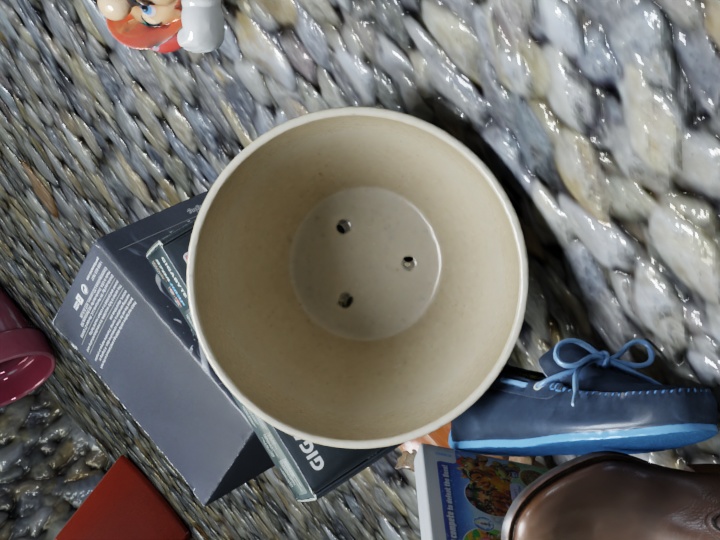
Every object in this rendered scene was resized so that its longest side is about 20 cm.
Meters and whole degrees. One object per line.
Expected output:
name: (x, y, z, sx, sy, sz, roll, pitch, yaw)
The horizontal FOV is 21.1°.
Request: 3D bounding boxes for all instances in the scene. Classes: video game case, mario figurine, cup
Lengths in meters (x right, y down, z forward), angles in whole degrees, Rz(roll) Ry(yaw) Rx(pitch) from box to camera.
video game case: (0.132, 0.166, 1.122, 0.143, 0.200, 0.018, -94, 19, -58)
mario figurine: (-0.141, -0.206, 1.215, 0.200, 0.106, 0.124, 88, 175, -54)
cup: (0.000, 0.000, 1.194, 0.200, 0.200, 0.143, 51, -176, -2)

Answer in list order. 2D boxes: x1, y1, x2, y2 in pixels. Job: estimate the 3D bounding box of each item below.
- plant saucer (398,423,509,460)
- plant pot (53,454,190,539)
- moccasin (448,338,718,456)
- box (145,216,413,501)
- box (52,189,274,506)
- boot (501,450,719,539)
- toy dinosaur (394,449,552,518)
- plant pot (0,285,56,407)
plant saucer: (0.058, 0.118, 1.550, 0.200, 0.032, 0.200, 45, 163, 18)
plant pot: (-0.410, 0.478, 3.433, 0.176, 0.200, 0.200, 34, 162, 9)
moccasin: (0.120, 0.071, 1.125, 0.080, 0.068, 0.200, 13, 166, -42)
box: (-0.024, 0.030, 1.296, 0.200, 0.159, 0.046, 59, 160, 0)
box: (-0.084, 0.040, 1.415, 0.182, 0.200, 0.104, 48, 134, 14)
boot: (0.200, 0.161, 1.027, 0.200, 0.186, 0.064, 33, 124, 55)
toy dinosaur: (0.111, 0.184, 1.431, 0.200, 0.086, 0.136, -29, 123, 35)
plant pot: (-0.634, 0.117, 3.238, 0.179, 0.200, 0.200, 62, 168, 18)
